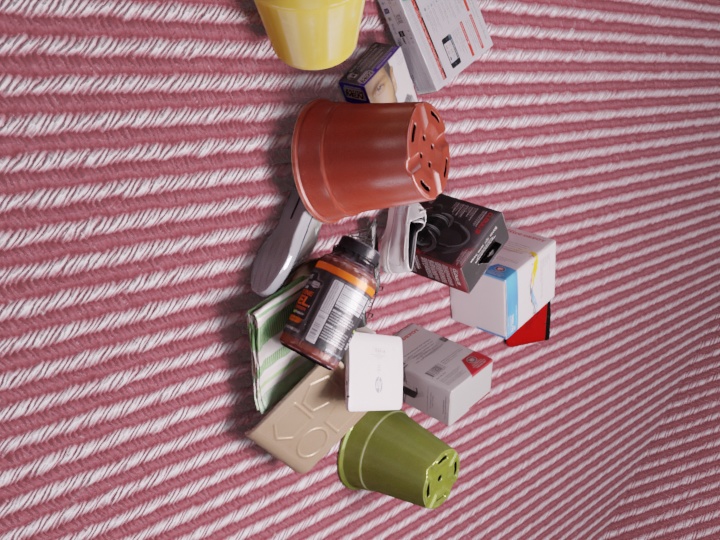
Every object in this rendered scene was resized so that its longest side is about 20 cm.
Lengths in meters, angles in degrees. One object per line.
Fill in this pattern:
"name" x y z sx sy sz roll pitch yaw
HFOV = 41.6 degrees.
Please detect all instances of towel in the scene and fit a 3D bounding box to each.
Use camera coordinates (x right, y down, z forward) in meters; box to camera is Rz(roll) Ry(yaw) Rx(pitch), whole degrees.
"towel" -0.124 0.119 1.546 0.152 0.023 0.202 -36 136 -42

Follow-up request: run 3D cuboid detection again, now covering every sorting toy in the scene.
"sorting toy" -0.080 0.246 1.616 0.200 0.037 0.185 -41 138 0

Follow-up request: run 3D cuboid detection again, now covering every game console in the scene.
"game console" 0.407 0.060 2.284 0.170 0.119 0.203 -10 117 -16

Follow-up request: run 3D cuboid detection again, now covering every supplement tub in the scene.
"supplement tub" -0.042 0.048 1.507 0.107 0.106 0.202 37 77 -52

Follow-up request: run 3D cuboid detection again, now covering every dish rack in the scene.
"dish rack" 0.000 0.000 1.667 0.200 0.054 0.156 -65 154 -64

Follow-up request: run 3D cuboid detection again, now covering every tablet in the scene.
"tablet" 0.027 0.176 1.638 0.199 0.013 0.132 13 76 -60

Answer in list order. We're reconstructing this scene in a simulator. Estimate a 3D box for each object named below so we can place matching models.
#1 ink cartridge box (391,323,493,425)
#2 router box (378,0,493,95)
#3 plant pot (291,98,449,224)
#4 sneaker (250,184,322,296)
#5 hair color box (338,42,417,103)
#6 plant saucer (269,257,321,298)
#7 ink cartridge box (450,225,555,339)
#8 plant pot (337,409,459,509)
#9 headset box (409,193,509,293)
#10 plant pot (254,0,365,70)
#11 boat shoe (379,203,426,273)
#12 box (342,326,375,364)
"ink cartridge box" 0.136 0.198 1.845 0.144 0.198 0.085 -28 131 -42
"router box" 0.129 -0.434 1.625 0.179 0.048 0.202 -42 117 -33
"plant pot" 0.025 -0.179 1.489 0.200 0.193 0.204 3 87 -59
"sneaker" -0.106 -0.041 1.527 0.071 0.072 0.202 40 72 -46
"hair color box" 0.044 -0.274 1.627 0.110 0.064 0.201 -50 138 -25
"plant saucer" -0.103 0.069 1.602 0.200 0.036 0.203 -33 134 -42
"ink cartridge box" 0.306 0.019 2.027 0.199 0.145 0.148 -33 129 -38
"plant pot" 0.088 0.376 1.868 0.199 0.188 0.203 -26 125 -43
"headset box" 0.170 -0.055 1.773 0.149 0.198 0.078 -50 139 -23
"plant pot" -0.070 -0.398 1.331 0.201 0.199 0.190 -47 154 -28
"boat shoe" 0.087 -0.089 1.729 0.072 0.068 0.202 55 45 -53
"box" -0.035 0.190 1.694 0.082 0.068 0.202 -29 139 -45
